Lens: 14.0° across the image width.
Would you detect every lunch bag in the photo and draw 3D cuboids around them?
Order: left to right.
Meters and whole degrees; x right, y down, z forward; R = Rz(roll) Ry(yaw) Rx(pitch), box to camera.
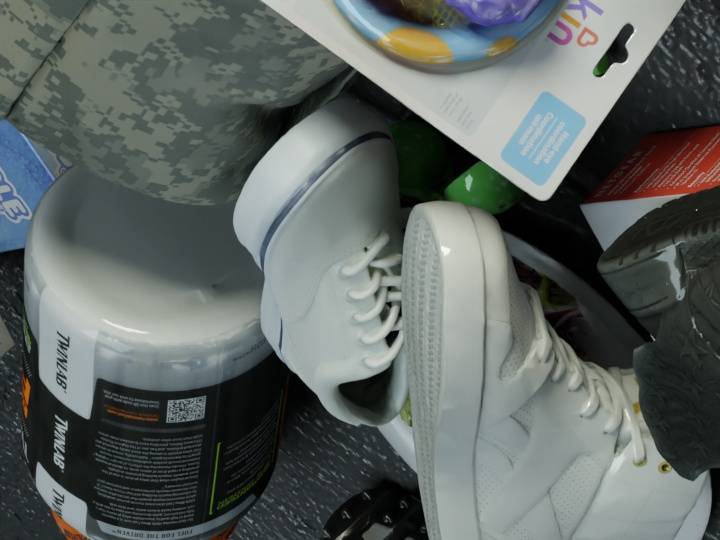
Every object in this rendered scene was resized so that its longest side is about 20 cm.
[{"bbox_3d":[-0.068,-0.118,1.104,0.168,0.139,0.200,38,148,-7],"label":"lunch bag"}]

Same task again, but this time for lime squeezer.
[{"bbox_3d":[0.026,-0.055,1.162,0.200,0.038,0.071,6,134,48],"label":"lime squeezer"}]

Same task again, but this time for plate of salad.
[{"bbox_3d":[0.059,0.060,1.244,0.200,0.048,0.200,30,145,24],"label":"plate of salad"}]

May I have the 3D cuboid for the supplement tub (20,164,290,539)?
[{"bbox_3d":[-0.093,0.045,1.326,0.122,0.123,0.200,33,145,18],"label":"supplement tub"}]

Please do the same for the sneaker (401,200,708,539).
[{"bbox_3d":[0.078,0.041,1.122,0.200,0.115,0.074,84,174,-48],"label":"sneaker"}]

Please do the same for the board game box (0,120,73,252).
[{"bbox_3d":[-0.222,-0.096,1.388,0.199,0.043,0.200,-10,120,51],"label":"board game box"}]

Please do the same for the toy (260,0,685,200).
[{"bbox_3d":[0.016,-0.127,0.985,0.200,0.115,0.047,35,177,-3],"label":"toy"}]

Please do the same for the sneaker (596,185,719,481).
[{"bbox_3d":[0.151,0.021,0.998,0.104,0.060,0.200,56,151,-12],"label":"sneaker"}]

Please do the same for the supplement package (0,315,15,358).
[{"bbox_3d":[-0.305,0.003,1.374,0.147,0.191,0.200,14,138,42],"label":"supplement package"}]

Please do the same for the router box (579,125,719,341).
[{"bbox_3d":[0.197,0.036,1.061,0.179,0.049,0.200,-3,124,50],"label":"router box"}]

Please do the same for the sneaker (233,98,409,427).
[{"bbox_3d":[0.000,0.000,1.154,0.071,0.073,0.200,45,166,19],"label":"sneaker"}]

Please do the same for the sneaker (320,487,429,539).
[{"bbox_3d":[0.062,0.175,1.334,0.200,0.066,0.091,35,162,48],"label":"sneaker"}]
